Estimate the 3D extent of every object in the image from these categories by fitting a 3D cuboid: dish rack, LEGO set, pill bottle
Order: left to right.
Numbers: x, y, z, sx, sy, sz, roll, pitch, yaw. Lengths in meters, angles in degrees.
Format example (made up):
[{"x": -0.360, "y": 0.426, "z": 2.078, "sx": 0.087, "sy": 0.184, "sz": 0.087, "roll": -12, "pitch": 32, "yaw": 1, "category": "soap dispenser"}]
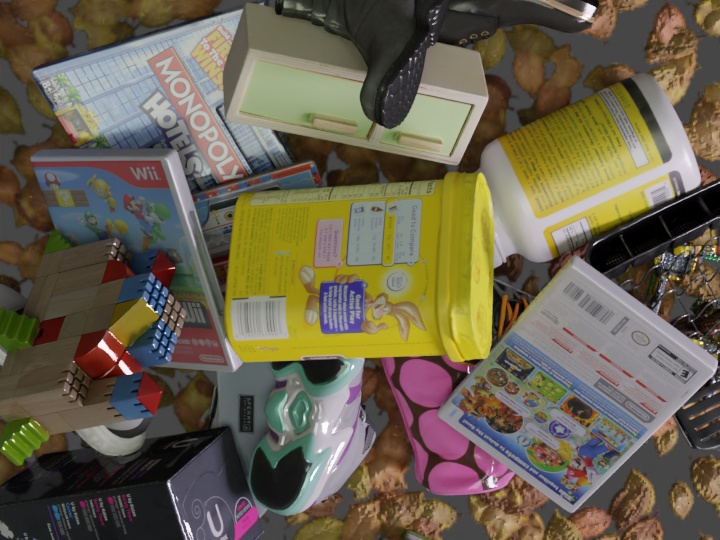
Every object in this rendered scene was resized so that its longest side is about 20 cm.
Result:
[{"x": 0.173, "y": -0.076, "z": 1.486, "sx": 0.200, "sy": 0.112, "sz": 0.113, "roll": -24, "pitch": 102, "yaw": 4, "category": "pill bottle"}, {"x": 0.289, "y": 0.040, "z": 1.448, "sx": 0.153, "sy": 0.055, "sz": 0.200, "roll": -26, "pitch": 74, "yaw": -4, "category": "dish rack"}, {"x": 0.323, "y": 0.052, "z": 1.514, "sx": 0.200, "sy": 0.116, "sz": 0.154, "roll": 22, "pitch": 101, "yaw": -6, "category": "LEGO set"}]

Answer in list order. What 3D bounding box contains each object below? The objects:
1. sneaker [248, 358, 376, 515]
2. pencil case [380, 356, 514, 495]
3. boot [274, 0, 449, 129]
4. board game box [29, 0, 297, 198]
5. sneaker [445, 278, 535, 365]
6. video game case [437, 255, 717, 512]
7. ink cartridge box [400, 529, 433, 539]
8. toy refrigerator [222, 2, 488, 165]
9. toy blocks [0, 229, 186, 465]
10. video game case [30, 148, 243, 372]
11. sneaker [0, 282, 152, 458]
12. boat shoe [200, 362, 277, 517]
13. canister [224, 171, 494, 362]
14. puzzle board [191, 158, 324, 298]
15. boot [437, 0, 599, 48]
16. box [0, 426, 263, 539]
[{"x": -0.023, "y": 0.107, "z": 1.514, "sx": 0.078, "sy": 0.140, "sz": 0.200, "roll": 23, "pitch": 97, "yaw": 24, "category": "sneaker"}, {"x": 0.064, "y": 0.102, "z": 1.535, "sx": 0.094, "sy": 0.091, "sz": 0.200, "roll": -20, "pitch": 104, "yaw": 0, "category": "pencil case"}, {"x": -0.009, "y": -0.188, "z": 1.378, "sx": 0.131, "sy": 0.200, "sz": 0.068, "roll": 15, "pitch": 131, "yaw": 5, "category": "boot"}, {"x": -0.138, "y": -0.134, "z": 1.492, "sx": 0.200, "sy": 0.062, "sz": 0.200, "roll": -30, "pitch": 101, "yaw": 6, "category": "board game box"}, {"x": 0.140, "y": 0.050, "z": 1.488, "sx": 0.200, "sy": 0.077, "sz": 0.078, "roll": 18, "pitch": 76, "yaw": -39, "category": "sneaker"}, {"x": 0.171, "y": 0.096, "z": 1.434, "sx": 0.143, "sy": 0.018, "sz": 0.200, "roll": 36, "pitch": 126, "yaw": -3, "category": "video game case"}, {"x": 0.093, "y": 0.317, "z": 1.523, "sx": 0.148, "sy": 0.200, "sz": 0.076, "roll": 25, "pitch": 100, "yaw": -7, "category": "ink cartridge box"}, {"x": -0.005, "y": -0.147, "z": 1.429, "sx": 0.200, "sy": 0.070, "sz": 0.076, "roll": 10, "pitch": 132, "yaw": -16, "category": "toy refrigerator"}, {"x": -0.201, "y": 0.047, "z": 1.382, "sx": 0.137, "sy": 0.200, "sz": 0.100, "roll": -13, "pitch": 135, "yaw": 28, "category": "toy blocks"}, {"x": -0.183, "y": -0.008, "z": 1.458, "sx": 0.143, "sy": 0.017, "sz": 0.200, "roll": 2, "pitch": 121, "yaw": 32, "category": "video game case"}, {"x": -0.248, "y": 0.068, "z": 1.502, "sx": 0.200, "sy": 0.074, "sz": 0.079, "roll": 38, "pitch": 119, "yaw": 12, "category": "sneaker"}, {"x": -0.102, "y": 0.126, "z": 1.543, "sx": 0.074, "sy": 0.068, "sz": 0.200, "roll": 2, "pitch": 114, "yaw": 3, "category": "boat shoe"}, {"x": 0.000, "y": 0.000, "z": 1.406, "sx": 0.200, "sy": 0.087, "sz": 0.149, "roll": -3, "pitch": 65, "yaw": 14, "category": "canister"}, {"x": -0.113, "y": -0.003, "z": 1.511, "sx": 0.200, "sy": 0.017, "sz": 0.151, "roll": -16, "pitch": 124, "yaw": 5, "category": "puzzle board"}, {"x": 0.088, "y": -0.193, "z": 1.486, "sx": 0.200, "sy": 0.077, "sz": 0.138, "roll": 17, "pitch": 106, "yaw": 8, "category": "boot"}, {"x": -0.204, "y": 0.213, "z": 1.502, "sx": 0.200, "sy": 0.122, "sz": 0.106, "roll": -11, "pitch": 103, "yaw": 26, "category": "box"}]
